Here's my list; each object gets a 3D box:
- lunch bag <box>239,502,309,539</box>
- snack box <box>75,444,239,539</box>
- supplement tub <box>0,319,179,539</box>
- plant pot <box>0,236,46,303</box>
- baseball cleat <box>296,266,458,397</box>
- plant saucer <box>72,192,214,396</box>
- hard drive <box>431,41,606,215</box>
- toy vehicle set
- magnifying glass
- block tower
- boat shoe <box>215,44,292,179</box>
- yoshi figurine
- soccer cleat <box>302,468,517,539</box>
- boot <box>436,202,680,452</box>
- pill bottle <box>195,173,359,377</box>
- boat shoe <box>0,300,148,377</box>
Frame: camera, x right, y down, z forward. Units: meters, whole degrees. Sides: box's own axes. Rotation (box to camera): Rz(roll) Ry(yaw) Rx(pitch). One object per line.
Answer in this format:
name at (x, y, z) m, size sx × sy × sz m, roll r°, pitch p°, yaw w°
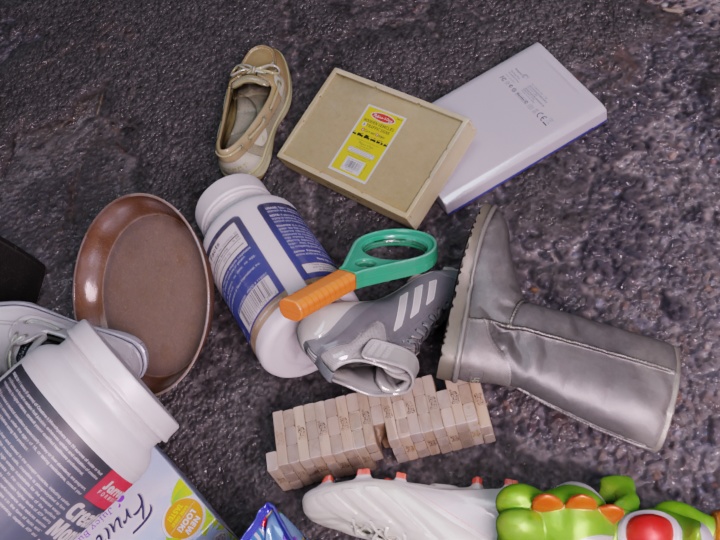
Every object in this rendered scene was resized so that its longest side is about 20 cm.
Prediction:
lunch bag at (-0.016, 0.290, 0.655) m, size 0.094 × 0.151 × 0.199 m, roll -43°, pitch 57°, yaw -14°
snack box at (-0.235, 0.249, 0.796) m, size 0.200 × 0.068 × 0.168 m, roll -44°, pitch 56°, yaw -13°
supplement tub at (-0.263, 0.153, 0.740) m, size 0.200 × 0.141 × 0.140 m, roll -43°, pitch 57°, yaw -13°
plant pot at (-0.478, 0.038, 0.938) m, size 0.197 × 0.178 × 0.202 m, roll -4°, pitch 57°, yaw 12°
baseball cleat at (0.041, 0.060, 0.809) m, size 0.198 × 0.070 × 0.107 m, roll -16°, pitch 51°, yaw -29°
plant saucer at (-0.213, 0.025, 0.904) m, size 0.198 × 0.034 × 0.203 m, roll 1°, pitch 91°, yaw 36°
hard drive at (0.145, -0.157, 0.975) m, size 0.198 × 0.025 × 0.132 m, roll -30°, pitch 55°, yaw -5°
toy vehicle set at (0.014, -0.136, 0.974) m, size 0.199 × 0.027 × 0.125 m, roll 29°, pitch 81°, yaw 35°
magnifying glass at (0.000, 0.000, 0.810) m, size 0.079 × 0.023 × 0.199 m, roll 15°, pitch 29°, yaw 33°
block tower at (0.015, 0.140, 0.803) m, size 0.197 × 0.054 × 0.058 m, roll -16°, pitch 54°, yaw 5°
boat shoe at (-0.129, -0.196, 1.056) m, size 0.072 × 0.063 × 0.203 m, roll 2°, pitch 59°, yaw 17°
yoshi figurine at (0.186, 0.211, 0.677) m, size 0.197 × 0.112 × 0.113 m, roll 17°, pitch 100°, yaw -6°
soccer cleat at (0.044, 0.211, 0.743) m, size 0.197 × 0.070 × 0.078 m, roll -1°, pitch 60°, yaw 12°
boot at (0.176, 0.045, 0.776) m, size 0.197 × 0.073 × 0.184 m, roll 12°, pitch 71°, yaw 8°
pill bottle at (-0.089, -0.002, 0.890) m, size 0.110 × 0.111 × 0.201 m, roll -32°, pitch 55°, yaw -6°
boat shoe at (-0.303, 0.073, 0.854) m, size 0.197 × 0.067 × 0.075 m, roll 5°, pitch 99°, yaw 5°
